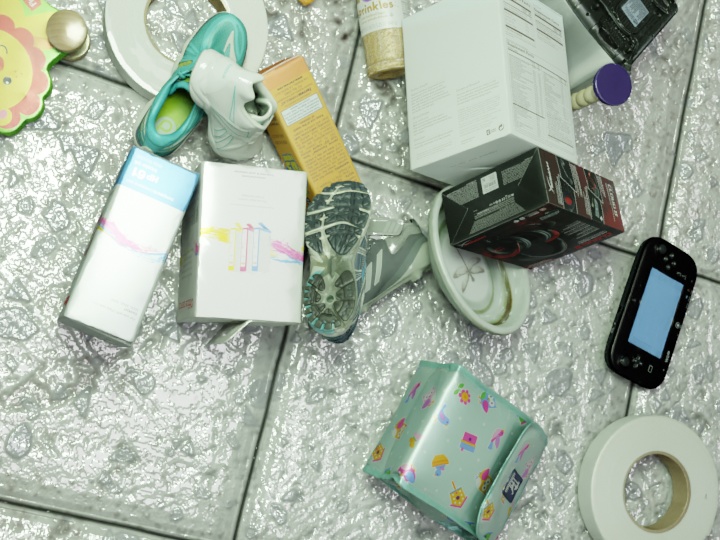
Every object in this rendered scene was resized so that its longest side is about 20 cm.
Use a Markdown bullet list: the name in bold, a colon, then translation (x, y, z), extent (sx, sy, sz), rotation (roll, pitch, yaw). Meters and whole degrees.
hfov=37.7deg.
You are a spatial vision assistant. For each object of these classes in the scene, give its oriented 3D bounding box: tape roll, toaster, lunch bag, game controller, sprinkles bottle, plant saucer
- **tape roll**: translation (0.389, 0.297, 1.421), extent (0.201, 0.037, 0.205), rotation (2, 84, -18)
- **toaster**: translation (0.302, -0.348, 1.398), extent (0.181, 0.118, 0.200), rotation (49, 54, -8)
- **lunch bag**: translation (0.131, 0.233, 1.306), extent (0.199, 0.122, 0.171), rotation (38, 72, -20)
- **tape roll**: translation (-0.210, -0.296, 1.281), extent (0.201, 0.037, 0.205), rotation (2, 85, -19)
- **game controller**: translation (0.401, 0.058, 1.452), extent (0.104, 0.042, 0.202), rotation (24, 79, -15)
- **sprinkles bottle**: translation (0.026, -0.350, 1.349), extent (0.068, 0.068, 0.202), rotation (-8, 88, -19)
- **plant saucer**: translation (0.139, -0.008, 1.340), extent (0.199, 0.050, 0.202), rotation (29, 50, -39)

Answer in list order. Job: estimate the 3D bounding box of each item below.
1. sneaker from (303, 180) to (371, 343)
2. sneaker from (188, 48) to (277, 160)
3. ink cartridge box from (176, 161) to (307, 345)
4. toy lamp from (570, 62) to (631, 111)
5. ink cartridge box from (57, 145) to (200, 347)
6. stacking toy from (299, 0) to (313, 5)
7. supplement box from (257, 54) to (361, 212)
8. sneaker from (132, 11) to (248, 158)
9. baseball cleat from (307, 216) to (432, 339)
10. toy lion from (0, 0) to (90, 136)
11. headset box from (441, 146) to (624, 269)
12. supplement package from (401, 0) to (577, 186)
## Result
- **sneaker**: translation (-0.027, -0.009, 1.238), extent (0.077, 0.086, 0.202), rotation (4, 65, 11)
- **sneaker**: translation (-0.135, -0.175, 1.213), extent (0.080, 0.200, 0.071), rotation (20, 74, 13)
- **ink cartridge box**: translation (-0.141, -0.012, 1.231), extent (0.124, 0.128, 0.202), rotation (4, 85, -18)
- **toy lamp**: translation (0.271, -0.211, 1.349), extent (0.058, 0.200, 0.059), rotation (1, 86, -17)
- **ink cartridge box**: translation (-0.262, -0.021, 1.182), extent (0.084, 0.144, 0.202), rotation (22, 78, -15)
- **stacking toy**: translation (-0.061, -0.435, 1.322), extent (0.109, 0.116, 0.202), rotation (4, 98, -26)
- **supplement box**: translation (-0.064, -0.156, 1.285), extent (0.068, 0.066, 0.201), rotation (-32, 106, -17)
- **sneaker**: translation (-0.189, -0.214, 1.221), extent (0.077, 0.080, 0.201), rotation (33, 76, -13)
- **baseball cleat**: translation (0.000, 0.000, 1.317), extent (0.199, 0.070, 0.107), rotation (-30, 89, -28)
- **toy lion**: translation (-0.421, -0.263, 1.201), extent (0.191, 0.069, 0.201), rotation (-39, 97, -10)
- **headset box**: translation (0.221, -0.070, 1.310), extent (0.199, 0.148, 0.076), rotation (14, 61, -47)
- **supplement package**: translation (0.158, -0.221, 1.296), extent (0.150, 0.151, 0.202), rotation (13, 68, -46)
